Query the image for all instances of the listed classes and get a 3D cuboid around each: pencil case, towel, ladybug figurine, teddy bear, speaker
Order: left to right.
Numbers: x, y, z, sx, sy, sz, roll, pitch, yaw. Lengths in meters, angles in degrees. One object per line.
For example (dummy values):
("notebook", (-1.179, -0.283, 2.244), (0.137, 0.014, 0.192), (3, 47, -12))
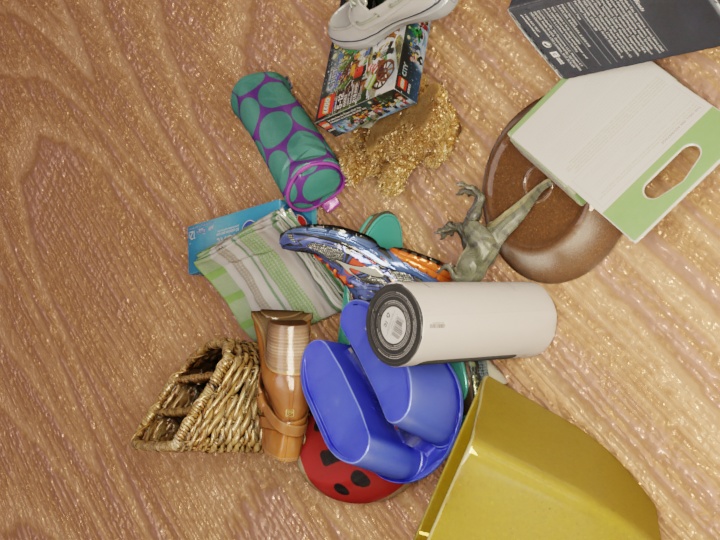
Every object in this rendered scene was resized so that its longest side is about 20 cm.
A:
("towel", (-0.114, 0.014, 1.525), (0.199, 0.031, 0.150), (-23, 105, 46))
("pencil case", (-0.092, -0.164, 1.546), (0.085, 0.093, 0.201), (-31, 53, 0))
("ladybug figurine", (-0.004, 0.199, 1.394), (0.199, 0.072, 0.137), (-29, 78, 40))
("teddy bear", (0.047, -0.154, 1.416), (0.199, 0.067, 0.146), (-28, 47, 43))
("speaker", (0.104, 0.050, 1.218), (0.081, 0.199, 0.082), (0, 90, 47))

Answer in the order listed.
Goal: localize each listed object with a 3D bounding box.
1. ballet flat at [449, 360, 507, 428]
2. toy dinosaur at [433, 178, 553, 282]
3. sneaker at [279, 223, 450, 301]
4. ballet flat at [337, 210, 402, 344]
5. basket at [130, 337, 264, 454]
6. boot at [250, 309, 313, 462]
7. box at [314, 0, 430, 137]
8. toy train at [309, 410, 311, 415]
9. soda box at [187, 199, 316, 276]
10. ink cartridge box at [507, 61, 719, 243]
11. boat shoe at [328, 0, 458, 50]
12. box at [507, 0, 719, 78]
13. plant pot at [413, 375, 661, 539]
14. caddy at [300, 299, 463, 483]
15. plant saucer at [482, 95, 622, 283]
("ballet flat", (0.126, 0.143, 1.280), (0.074, 0.074, 0.201), (-29, 63, 41))
("toy dinosaur", (0.120, -0.038, 1.278), (0.200, 0.047, 0.088), (-54, 50, 22))
("sneaker", (0.000, 0.000, 1.362), (0.199, 0.075, 0.079), (19, 93, 9))
("ballet flat", (0.003, 0.029, 1.434), (0.070, 0.067, 0.202), (-1, 82, 64))
("basket", (-0.193, 0.155, 1.532), (0.200, 0.148, 0.144), (167, 106, -65))
("boot", (-0.093, 0.127, 1.414), (0.200, 0.073, 0.156), (-120, 33, -83))
("box", (0.021, -0.266, 1.428), (0.136, 0.038, 0.201), (-16, 55, 45))
("toy train", (-0.073, 0.161, 1.490), (0.200, 0.034, 0.046), (123, 150, -46))
("soda box", (-0.143, -0.039, 1.601), (0.199, 0.064, 0.068), (-13, 76, 46))
("ink cartridge box", (0.251, -0.120, 1.152), (0.145, 0.048, 0.200), (-44, 51, 4))
("boat shoe", (0.022, -0.303, 1.360), (0.199, 0.067, 0.074), (-12, 57, 46))
("box", (0.258, -0.277, 1.125), (0.199, 0.104, 0.149), (-3, 54, 47))
("plant pot", (0.161, 0.245, 1.120), (0.199, 0.196, 0.195), (23, 105, 3))
("caddy", (0.027, 0.125, 1.288), (0.141, 0.105, 0.201), (-45, 48, 21))
("plant saucer", (0.192, -0.088, 1.262), (0.200, 0.036, 0.202), (-7, 80, 47))
